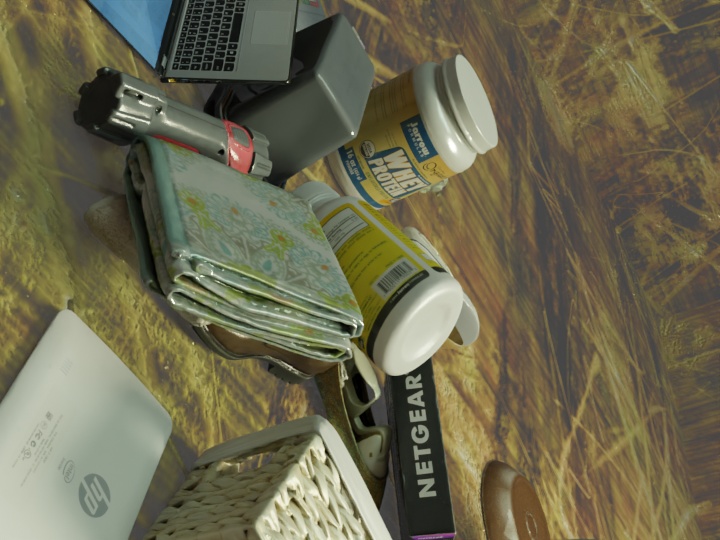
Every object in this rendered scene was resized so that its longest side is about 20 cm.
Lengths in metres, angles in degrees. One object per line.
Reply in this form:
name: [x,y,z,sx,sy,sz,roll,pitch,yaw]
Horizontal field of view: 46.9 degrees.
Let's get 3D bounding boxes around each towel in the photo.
towel: [-0.121,-0.019,0.699,0.132,0.035,0.199,39,22,14]
towel: [-0.093,-0.021,0.641,0.169,0.049,0.201,23,25,-33]

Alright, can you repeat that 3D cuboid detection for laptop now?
laptop: [-0.161,-0.288,0.810,0.117,0.194,0.191,92,0,-51]

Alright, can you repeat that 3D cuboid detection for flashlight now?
flashlight: [-0.162,-0.118,0.738,0.198,0.067,0.069,12,98,-56]

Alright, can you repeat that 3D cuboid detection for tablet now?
tablet: [-0.190,0.134,0.538,0.131,0.013,0.202,55,29,-29]

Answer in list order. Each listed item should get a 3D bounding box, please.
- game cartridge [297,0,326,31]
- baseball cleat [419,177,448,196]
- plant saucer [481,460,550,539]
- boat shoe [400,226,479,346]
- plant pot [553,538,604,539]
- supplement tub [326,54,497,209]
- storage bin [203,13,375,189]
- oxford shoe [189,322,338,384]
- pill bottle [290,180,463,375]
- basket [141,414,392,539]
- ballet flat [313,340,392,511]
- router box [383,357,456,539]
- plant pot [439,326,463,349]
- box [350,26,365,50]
game cartridge: [-0.106,-0.387,1.088,0.133,0.040,0.204,-26,94,-61]
baseball cleat: [0.074,-0.192,1.267,0.199,0.068,0.109,30,45,-55]
plant saucer: [0.234,0.373,1.201,0.201,0.036,0.204,47,33,-42]
boat shoe: [0.109,0.020,1.183,0.201,0.070,0.071,50,30,-26]
plant pot: [0.217,0.430,0.959,0.199,0.196,0.202,14,65,-60]
supplement tub: [0.065,-0.179,1.082,0.145,0.197,0.147,43,35,-41]
storage bin: [-0.069,-0.196,0.899,0.147,0.132,0.202,54,28,-28]
oxford shoe: [-0.079,0.044,0.755,0.199,0.083,0.074,29,47,-53]
pill bottle: [0.000,0.000,0.834,0.200,0.113,0.112,43,12,30]
basket: [-0.056,0.233,0.602,0.204,0.133,0.123,65,29,-9]
ballet flat: [-0.002,0.151,0.851,0.070,0.069,0.205,-2,73,-64]
router box: [0.059,0.193,0.882,0.150,0.050,0.205,88,-4,-63]
plant pot: [0.052,0.025,1.026,0.200,0.027,0.200,47,9,-10]
box: [-0.034,-0.278,1.145,0.039,0.041,0.202,55,29,-25]
